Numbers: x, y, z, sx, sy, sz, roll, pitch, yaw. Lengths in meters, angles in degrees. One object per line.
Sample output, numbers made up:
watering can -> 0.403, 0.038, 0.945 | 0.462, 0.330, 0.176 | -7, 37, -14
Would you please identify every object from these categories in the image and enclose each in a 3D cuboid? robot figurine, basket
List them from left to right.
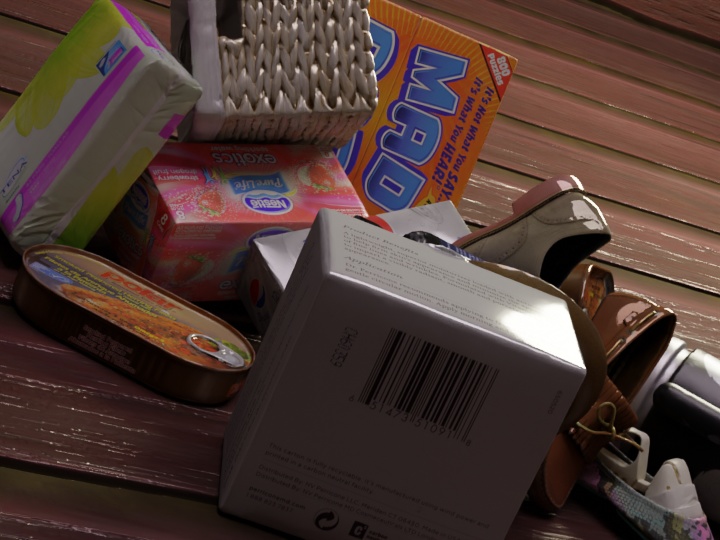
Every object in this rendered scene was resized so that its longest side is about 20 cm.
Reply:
basket -> -0.081, -0.208, 1.788 | 0.160, 0.200, 0.200 | -3, -7, -8
robot figurine -> 0.299, 0.139, 1.802 | 0.199, 0.151, 0.125 | 31, 47, 15

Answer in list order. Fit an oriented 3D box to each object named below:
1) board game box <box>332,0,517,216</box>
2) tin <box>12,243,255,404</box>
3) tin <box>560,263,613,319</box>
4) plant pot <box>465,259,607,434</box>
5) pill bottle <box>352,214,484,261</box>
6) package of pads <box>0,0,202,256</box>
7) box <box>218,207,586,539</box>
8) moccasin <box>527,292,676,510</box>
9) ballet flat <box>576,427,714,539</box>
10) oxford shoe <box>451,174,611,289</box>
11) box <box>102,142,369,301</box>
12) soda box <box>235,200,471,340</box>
board game box -> 0.009, -0.140, 2.000 | 0.199, 0.201, 0.200 | 23, -3, -5
tin -> -0.177, 0.041, 1.614 | 0.199, 0.042, 0.112 | 27, 22, 8
tin -> 0.192, 0.053, 1.829 | 0.042, 0.113, 0.200 | 0, -4, 15
plant pot -> 0.088, 0.073, 1.582 | 0.199, 0.200, 0.028 | 23, 45, -6
pill bottle -> 0.066, 0.037, 1.654 | 0.199, 0.112, 0.112 | 27, 18, -10
package of pads -> -0.231, -0.115, 1.710 | 0.068, 0.200, 0.155 | 34, 9, -36
box -> 0.026, 0.093, 1.468 | 0.198, 0.201, 0.131 | 21, 20, -9
moccasin -> 0.197, 0.109, 1.690 | 0.077, 0.202, 0.074 | 12, -37, 39
ballet flat -> 0.226, 0.172, 1.711 | 0.200, 0.071, 0.069 | 36, 17, 31
oxford shoe -> 0.118, 0.005, 1.725 | 0.071, 0.200, 0.074 | 42, 9, -51
box -> -0.104, -0.041, 1.763 | 0.199, 0.095, 0.103 | -1, 46, -34
soda box -> 0.000, 0.000, 1.746 | 0.199, 0.068, 0.064 | -12, 53, -29
